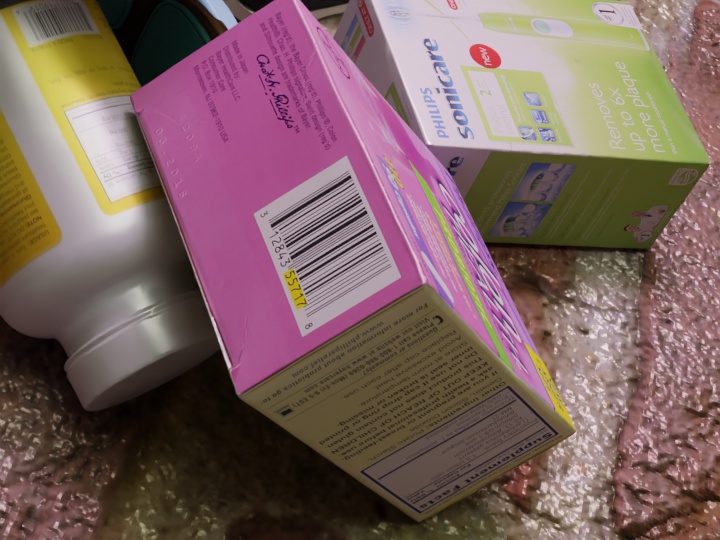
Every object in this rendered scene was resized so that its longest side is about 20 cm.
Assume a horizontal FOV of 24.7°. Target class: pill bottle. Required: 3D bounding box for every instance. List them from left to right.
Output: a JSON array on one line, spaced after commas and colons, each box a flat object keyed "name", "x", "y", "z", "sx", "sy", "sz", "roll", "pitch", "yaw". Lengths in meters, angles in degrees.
[{"name": "pill bottle", "x": -0.143, "y": -0.038, "z": 0.805, "sx": 0.112, "sy": 0.112, "sz": 0.201, "roll": -21, "pitch": 79, "yaw": -39}]

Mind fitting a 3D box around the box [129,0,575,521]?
[{"name": "box", "x": 0.000, "y": 0.000, "z": 0.796, "sx": 0.200, "sy": 0.096, "sz": 0.177, "roll": 44, "pitch": 18, "yaw": -55}]

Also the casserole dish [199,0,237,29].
[{"name": "casserole dish", "x": -0.162, "y": -0.127, "z": 0.945, "sx": 0.199, "sy": 0.039, "sz": 0.121, "roll": -12, "pitch": 58, "yaw": -34}]

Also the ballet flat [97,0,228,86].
[{"name": "ballet flat", "x": -0.109, "y": -0.139, "z": 0.913, "sx": 0.200, "sy": 0.069, "sz": 0.063, "roll": 48, "pitch": 33, "yaw": 16}]

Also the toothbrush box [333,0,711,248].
[{"name": "toothbrush box", "x": 0.093, "y": -0.096, "z": 1.016, "sx": 0.199, "sy": 0.086, "sz": 0.146, "roll": 1, "pitch": 50, "yaw": -25}]

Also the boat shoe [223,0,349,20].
[{"name": "boat shoe", "x": -0.006, "y": -0.216, "z": 1.088, "sx": 0.072, "sy": 0.068, "sz": 0.199, "roll": 45, "pitch": 44, "yaw": 18}]
